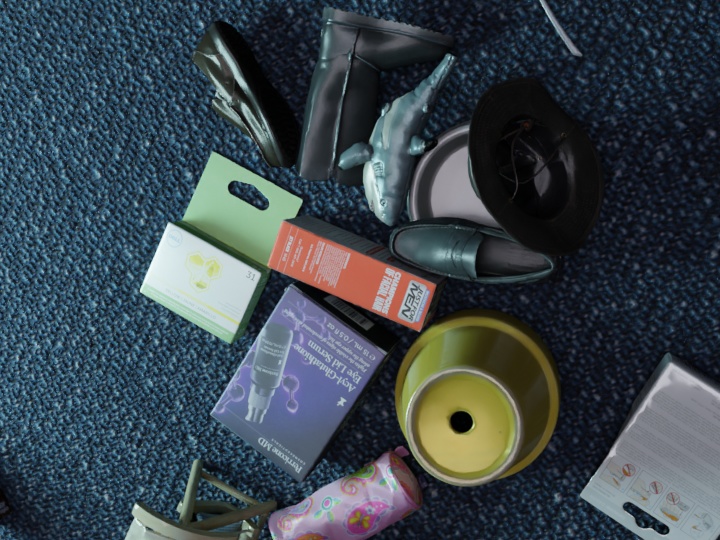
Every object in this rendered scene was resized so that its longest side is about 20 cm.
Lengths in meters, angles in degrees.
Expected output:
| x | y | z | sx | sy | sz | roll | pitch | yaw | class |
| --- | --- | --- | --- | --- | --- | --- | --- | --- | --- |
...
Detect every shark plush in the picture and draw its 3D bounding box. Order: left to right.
| x | y | z | sx | sy | sz | roll | pitch | yaw | class |
| --- | --- | --- | --- | --- | --- | --- | --- | --- | --- |
| 0.065 | -0.154 | 1.089 | 0.201 | 0.090 | 0.083 | -53 | 48 | 11 | shark plush |

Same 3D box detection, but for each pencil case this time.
| x | y | z | sx | sy | sz | roll | pitch | yaw | class |
| --- | --- | --- | --- | --- | --- | --- | --- | --- | --- |
| -0.016 | 0.300 | 1.177 | 0.199 | 0.087 | 0.088 | -32 | 88 | 13 | pencil case |

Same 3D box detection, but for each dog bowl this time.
| x | y | z | sx | sy | sz | roll | pitch | yaw | class |
| --- | --- | --- | --- | --- | --- | --- | --- | --- | --- |
| 0.147 | -0.085 | 1.114 | 0.197 | 0.059 | 0.203 | 1 | 96 | 12 | dog bowl |

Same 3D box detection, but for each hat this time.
| x | y | z | sx | sy | sz | roll | pitch | yaw | class |
| --- | --- | --- | --- | --- | --- | --- | --- | --- | --- |
| 0.172 | -0.103 | 1.026 | 0.081 | 0.199 | 0.203 | -20 | 91 | 53 | hat |

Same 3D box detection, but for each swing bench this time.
| x | y | z | sx | sy | sz | roll | pitch | yaw | class |
| --- | --- | --- | --- | --- | --- | --- | --- | --- | --- |
| -0.223 | 0.377 | 1.169 | 0.128 | 0.200 | 0.201 | 25 | 101 | 9 | swing bench |

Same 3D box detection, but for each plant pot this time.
| x | y | z | sx | sy | sz | roll | pitch | yaw | class |
| --- | --- | --- | --- | --- | --- | --- | --- | --- | --- |
| 0.128 | 0.155 | 1.074 | 0.198 | 0.189 | 0.204 | 1 | 95 | 13 | plant pot |

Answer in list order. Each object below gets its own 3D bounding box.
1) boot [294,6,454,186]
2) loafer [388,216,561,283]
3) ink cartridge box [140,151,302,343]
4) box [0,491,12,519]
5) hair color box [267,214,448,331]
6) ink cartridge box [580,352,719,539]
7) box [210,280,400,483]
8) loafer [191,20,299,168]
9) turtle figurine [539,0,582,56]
| x | y | z | sx | sy | sz | roll | pitch | yaw | class |
| --- | --- | --- | --- | --- | --- | --- | --- | --- | --- |
| 0.015 | -0.198 | 1.127 | 0.162 | 0.066 | 0.203 | 11 | 102 | -3 | boot |
| 0.127 | -0.022 | 1.058 | 0.198 | 0.070 | 0.069 | 8 | 97 | 12 | loafer |
| -0.179 | -0.030 | 1.200 | 0.144 | 0.048 | 0.202 | 28 | 103 | 10 | ink cartridge box |
| -0.566 | 0.305 | 1.240 | 0.039 | 0.200 | 0.138 | -32 | 88 | 15 | box |
| 0.000 | 0.000 | 1.128 | 0.198 | 0.111 | 0.065 | 22 | 101 | 11 | hair color box |
| 0.378 | 0.224 | 1.101 | 0.159 | 0.047 | 0.202 | 32 | 107 | 8 | ink cartridge box |
| -0.066 | 0.132 | 1.159 | 0.147 | 0.104 | 0.201 | 33 | 101 | 7 | box |
| -0.144 | -0.209 | 1.168 | 0.071 | 0.073 | 0.202 | -31 | 85 | 25 | loafer |
| 0.187 | -0.372 | 1.035 | 0.192 | 0.144 | 0.203 | 19 | 96 | 14 | turtle figurine |
